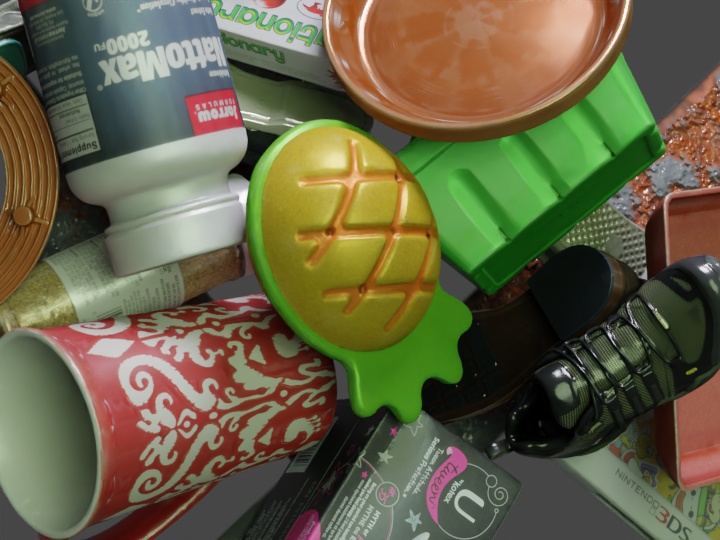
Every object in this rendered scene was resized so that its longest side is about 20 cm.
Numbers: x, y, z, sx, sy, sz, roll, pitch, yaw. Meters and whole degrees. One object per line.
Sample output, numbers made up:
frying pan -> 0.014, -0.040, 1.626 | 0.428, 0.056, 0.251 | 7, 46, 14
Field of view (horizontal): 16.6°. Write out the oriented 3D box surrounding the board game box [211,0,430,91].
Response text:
board game box -> -0.019, -0.184, 1.652 | 0.199, 0.035, 0.126 | 17, 59, 20

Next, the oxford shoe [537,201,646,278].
oxford shoe -> 0.181, 0.002, 1.760 | 0.200, 0.058, 0.075 | 42, 66, -26

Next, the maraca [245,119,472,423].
maraca -> 0.000, 0.000, 1.552 | 0.137, 0.107, 0.200 | -39, 107, -31

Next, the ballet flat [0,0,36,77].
ballet flat -> -0.229, -0.161, 1.634 | 0.200, 0.067, 0.064 | -29, 65, -17

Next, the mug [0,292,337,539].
mug -> -0.134, 0.094, 1.593 | 0.200, 0.178, 0.134 | -14, 69, -39

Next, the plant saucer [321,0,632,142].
plant saucer -> 0.075, -0.163, 1.576 | 0.199, 0.032, 0.201 | -6, 55, 9

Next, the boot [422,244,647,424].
boot -> 0.115, 0.056, 1.693 | 0.097, 0.200, 0.075 | 14, 49, -55

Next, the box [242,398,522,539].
box -> -0.007, 0.196, 1.621 | 0.115, 0.132, 0.200 | 37, 72, -15

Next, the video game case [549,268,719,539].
video game case -> 0.240, 0.097, 1.757 | 0.182, 0.023, 0.200 | 40, 70, -29

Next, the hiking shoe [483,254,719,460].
hiking shoe -> 0.166, 0.067, 1.595 | 0.101, 0.200, 0.076 | -18, 66, -50

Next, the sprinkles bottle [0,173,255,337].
sprinkles bottle -> -0.154, 0.003, 1.627 | 0.199, 0.068, 0.068 | -25, 91, -21

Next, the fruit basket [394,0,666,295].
fruit basket -> 0.083, -0.112, 1.667 | 0.215, 0.156, 0.217 | -2, 80, 12

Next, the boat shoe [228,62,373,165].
boat shoe -> -0.092, -0.102, 1.664 | 0.199, 0.066, 0.075 | 13, 40, 0

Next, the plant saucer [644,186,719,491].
plant saucer -> 0.260, 0.039, 1.713 | 0.199, 0.037, 0.201 | -8, 96, -47

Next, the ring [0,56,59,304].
ring -> -0.290, -0.057, 1.566 | 0.200, 0.019, 0.201 | 0, 89, 6

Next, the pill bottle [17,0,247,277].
pill bottle -> -0.137, -0.104, 1.558 | 0.119, 0.120, 0.201 | -16, 91, -21
